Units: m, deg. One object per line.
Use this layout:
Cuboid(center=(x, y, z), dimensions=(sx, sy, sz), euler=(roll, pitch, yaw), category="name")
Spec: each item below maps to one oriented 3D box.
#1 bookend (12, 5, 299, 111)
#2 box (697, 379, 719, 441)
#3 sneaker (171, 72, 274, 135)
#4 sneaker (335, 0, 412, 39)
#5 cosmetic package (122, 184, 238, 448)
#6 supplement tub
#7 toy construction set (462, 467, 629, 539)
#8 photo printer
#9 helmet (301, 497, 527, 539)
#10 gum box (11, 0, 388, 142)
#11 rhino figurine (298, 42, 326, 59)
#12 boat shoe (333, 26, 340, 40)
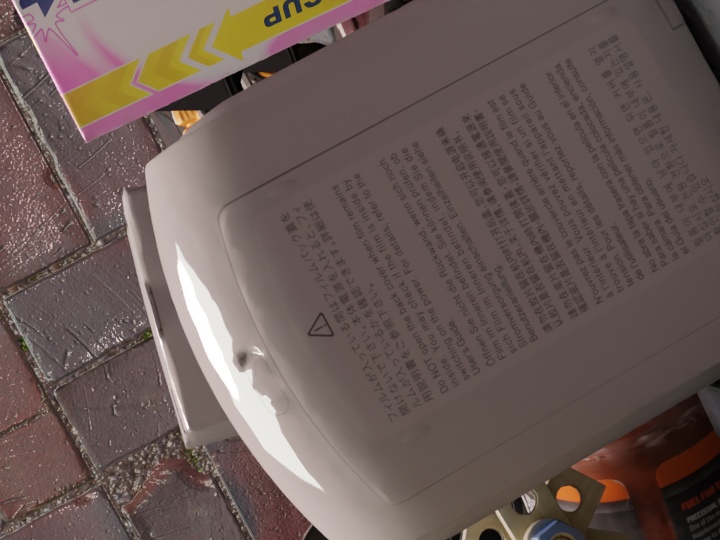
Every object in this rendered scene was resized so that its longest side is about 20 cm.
Cuboid(center=(-0.078, -0.148, 0.759), dimensions=(0.199, 0.091, 0.201), euler=(71, -157, -58), category="bookend")
Cuboid(center=(0.194, 0.105, 0.467), dimensions=(0.161, 0.043, 0.200), euler=(63, 171, -9), category="box")
Cuboid(center=(-0.082, -0.167, 0.927), dimensions=(0.078, 0.077, 0.201), euler=(12, -120, -58), category="sneaker")
Cuboid(center=(0.009, -0.160, 0.630), dimensions=(0.201, 0.075, 0.116), euler=(57, 167, 33), category="sneaker")
Cuboid(center=(0.000, 0.000, 0.686), dimensions=(0.081, 0.198, 0.114), euler=(111, 145, -77), category="cosmetic package")
Cuboid(center=(0.120, 0.085, 0.630), dimensions=(0.107, 0.106, 0.201), euler=(46, 162, 60), category="supplement tub")
Cuboid(center=(0.097, 0.116, 0.478), dimensions=(0.200, 0.130, 0.093), euler=(-153, 55, -84), category="toy construction set")
Cuboid(center=(0.036, -0.008, 0.515), dimensions=(0.167, 0.199, 0.069), euler=(60, 171, 2), category="photo printer")
Cuboid(center=(0.051, 0.229, 1.196), dimensions=(0.199, 0.191, 0.201), euler=(22, 146, 16), category="helmet")
Cuboid(center=(-0.038, -0.145, 0.567), dimensions=(0.114, 0.199, 0.066), euler=(64, -163, -13), category="gum box")
Cuboid(center=(-0.041, -0.075, 0.956), dimensions=(0.060, 0.087, 0.201), euler=(103, 161, -53), category="rhino figurine")
Cuboid(center=(0.040, -0.064, 0.764), dimensions=(0.057, 0.066, 0.201), euler=(98, 147, -83), category="boat shoe")
